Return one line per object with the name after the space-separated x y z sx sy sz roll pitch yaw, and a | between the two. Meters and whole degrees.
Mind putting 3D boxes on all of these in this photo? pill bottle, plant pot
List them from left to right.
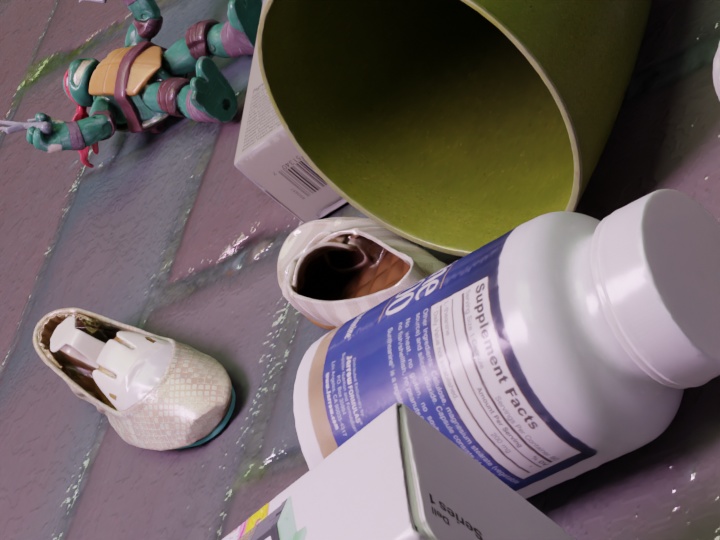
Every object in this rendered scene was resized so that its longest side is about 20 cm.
0.076 -0.142 1.209 0.187 0.187 0.200 -14 30 49 | plant pot
0.074 0.041 1.040 0.199 0.111 0.111 -29 35 35 | pill bottle

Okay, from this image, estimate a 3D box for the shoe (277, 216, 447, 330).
0.000 0.000 1.257 0.070 0.053 0.200 -55 28 -6 | shoe

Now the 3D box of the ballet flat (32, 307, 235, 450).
-0.145 0.062 1.390 0.068 0.062 0.200 -58 29 -12 | ballet flat

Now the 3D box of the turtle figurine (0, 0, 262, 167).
-0.160 -0.141 1.610 0.199 0.101 0.151 -1 70 37 | turtle figurine

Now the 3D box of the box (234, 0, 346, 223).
-0.018 -0.130 1.420 0.082 0.068 0.201 -30 34 33 | box

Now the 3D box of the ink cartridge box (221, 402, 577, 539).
-0.003 0.170 0.967 0.200 0.145 0.084 -39 31 22 | ink cartridge box

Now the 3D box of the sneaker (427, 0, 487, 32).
0.052 -0.193 1.367 0.076 0.087 0.201 -39 30 22 | sneaker

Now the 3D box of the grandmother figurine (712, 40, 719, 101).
0.223 -0.085 1.031 0.121 0.061 0.200 -31 19 -20 | grandmother figurine
